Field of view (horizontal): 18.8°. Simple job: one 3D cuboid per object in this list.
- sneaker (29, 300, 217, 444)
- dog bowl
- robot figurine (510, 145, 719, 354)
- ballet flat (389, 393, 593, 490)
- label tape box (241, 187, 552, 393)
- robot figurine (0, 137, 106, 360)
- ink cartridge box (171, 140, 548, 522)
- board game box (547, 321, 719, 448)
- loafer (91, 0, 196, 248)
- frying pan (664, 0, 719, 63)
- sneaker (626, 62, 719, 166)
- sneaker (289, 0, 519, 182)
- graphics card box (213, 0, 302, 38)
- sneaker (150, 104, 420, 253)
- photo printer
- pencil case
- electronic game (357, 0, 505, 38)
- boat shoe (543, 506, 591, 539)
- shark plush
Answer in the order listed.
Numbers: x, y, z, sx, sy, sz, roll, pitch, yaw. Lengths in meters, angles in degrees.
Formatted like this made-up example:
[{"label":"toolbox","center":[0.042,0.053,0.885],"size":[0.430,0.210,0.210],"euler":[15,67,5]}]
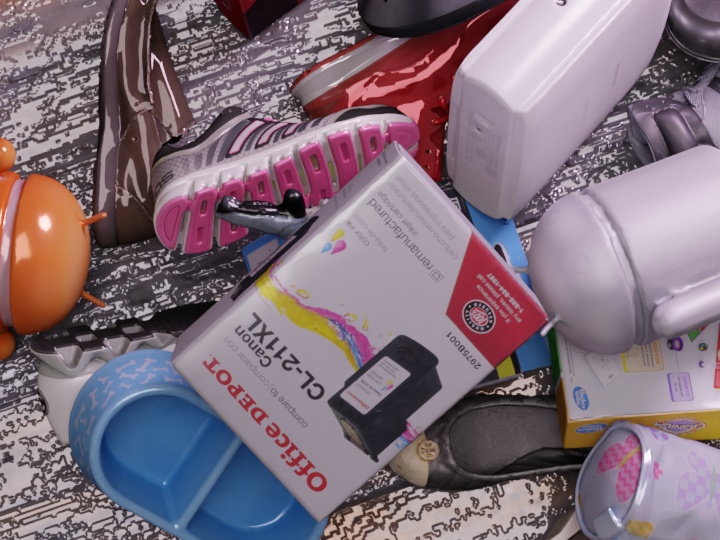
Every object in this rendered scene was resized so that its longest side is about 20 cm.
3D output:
[{"label":"sneaker","center":[-0.130,0.075,1.540],"size":[0.199,0.074,0.089],"euler":[-10,106,-11]},{"label":"dog bowl","center":[-0.106,0.137,1.497],"size":[0.200,0.050,0.112],"euler":[32,98,-18]},{"label":"robot figurine","center":[0.199,-0.013,1.473],"size":[0.199,0.170,0.113],"euler":[-20,122,-8]},{"label":"ballet flat","center":[0.117,0.116,1.539],"size":[0.199,0.057,0.067],"euler":[-7,84,-2]},{"label":"label tape box","center":[0.030,0.026,1.537],"size":[0.199,0.066,0.144],"euler":[-13,81,-37]},{"label":"robot figurine","center":[-0.276,-0.013,1.522],"size":[0.199,0.117,0.145],"euler":[4,79,0]},{"label":"ink cartridge box","center":[-0.001,0.040,1.396],"size":[0.200,0.083,0.146],"euler":[-42,98,5]},{"label":"board game box","center":[0.233,0.045,1.530],"size":[0.199,0.040,0.154],"euler":[-3,56,-2]},{"label":"loafer","center":[-0.153,-0.115,1.565],"size":[0.071,0.073,0.201],"euler":[3,91,-5]},{"label":"frying pan","center":[0.280,-0.233,1.562],"size":[0.115,0.031,0.191],"euler":[7,66,30]},{"label":"sneaker","center":[0.250,-0.133,1.569],"size":[0.113,0.076,0.201],"euler":[3,76,6]},{"label":"sneaker","center":[0.060,-0.131,1.575],"size":[0.199,0.078,0.116],"euler":[-27,92,7]},{"label":"graphics card box","center":[-0.021,-0.258,1.555],"size":[0.200,0.126,0.051],"euler":[-38,77,-7]},{"label":"sneaker","center":[-0.059,-0.081,1.514],"size":[0.199,0.074,0.088],"euler":[-20,44,-11]},{"label":"photo printer","center":[0.145,-0.148,1.513],"size":[0.069,0.167,0.200],"euler":[36,68,16]},{"label":"pencil case","center":[0.243,0.171,1.487],"size":[0.199,0.083,0.091],"euler":[22,67,-24]},{"label":"electronic game","center":[0.085,-0.230,1.529],"size":[0.200,0.200,0.042],"euler":[-39,117,-6]},{"label":"boat shoe","center":[0.127,0.223,1.519],"size":[0.200,0.072,0.060],"euler":[-38,85,-10]},{"label":"shark plush","center":[0.000,0.000,1.450],"size":[0.199,0.091,0.084],"euler":[25,91,-28]}]
